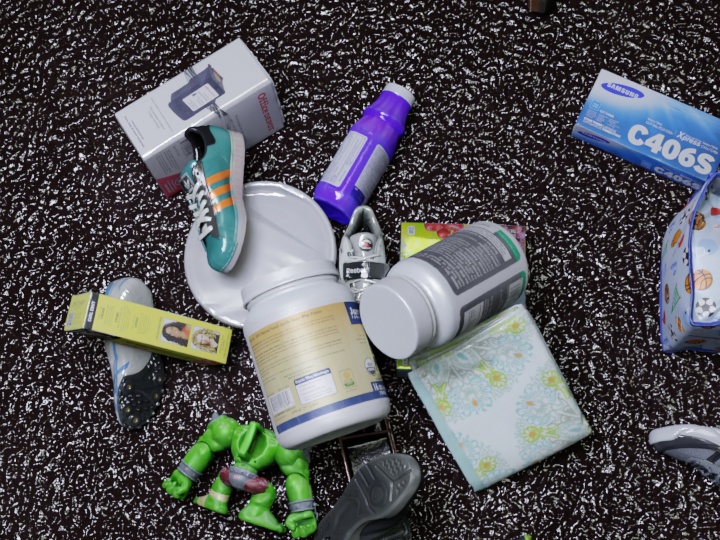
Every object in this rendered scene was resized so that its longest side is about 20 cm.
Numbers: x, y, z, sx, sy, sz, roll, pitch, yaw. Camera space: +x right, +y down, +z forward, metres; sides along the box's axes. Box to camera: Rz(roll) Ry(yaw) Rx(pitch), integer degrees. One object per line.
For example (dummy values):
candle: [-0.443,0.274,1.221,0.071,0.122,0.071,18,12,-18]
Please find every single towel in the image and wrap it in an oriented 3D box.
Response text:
towel: [0.172,0.159,1.418,0.171,0.048,0.201,-27,101,10]

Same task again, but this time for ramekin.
ramekin: [-0.128,-0.010,1.507,0.201,0.094,0.203,-1,74,4]

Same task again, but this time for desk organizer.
desk organizer: [-0.002,0.183,1.453,0.071,0.077,0.201,-14,74,-1]

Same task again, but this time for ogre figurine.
ogre figurine: [-0.139,0.255,1.426,0.199,0.098,0.120,10,77,34]

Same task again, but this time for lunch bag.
lunch bag: [0.449,-0.008,1.434,0.123,0.170,0.201,0,73,0]

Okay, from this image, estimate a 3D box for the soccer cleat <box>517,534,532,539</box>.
soccer cleat: [0.214,0.427,1.380,0.081,0.068,0.201,-19,74,11]

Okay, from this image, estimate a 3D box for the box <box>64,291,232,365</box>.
box: [-0.270,0.076,1.447,0.199,0.075,0.050,18,75,-32]

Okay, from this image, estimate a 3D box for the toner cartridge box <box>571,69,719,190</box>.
toner cartridge box: [0.402,-0.192,1.556,0.199,0.043,0.095,25,76,10]

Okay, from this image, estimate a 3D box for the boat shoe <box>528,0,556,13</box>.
boat shoe: [0.268,-0.462,1.632,0.074,0.076,0.201,15,67,13]

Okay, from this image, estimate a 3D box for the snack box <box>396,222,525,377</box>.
snack box: [0.133,0.041,1.491,0.168,0.068,0.201,1,76,2]

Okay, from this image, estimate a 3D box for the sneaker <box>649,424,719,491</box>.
sneaker: [0.454,0.262,1.404,0.199,0.076,0.114,12,72,4]

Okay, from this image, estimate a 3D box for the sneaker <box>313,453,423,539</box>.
sneaker: [0.035,0.292,1.381,0.114,0.200,0.076,8,40,-37]

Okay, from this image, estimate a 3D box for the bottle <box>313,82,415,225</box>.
bottle: [0.008,-0.163,1.548,0.065,0.084,0.201,25,77,17]

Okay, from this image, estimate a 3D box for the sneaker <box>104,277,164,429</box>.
sneaker: [-0.307,0.110,1.505,0.072,0.072,0.201,1,82,-37]

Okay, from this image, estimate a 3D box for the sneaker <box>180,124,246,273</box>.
sneaker: [-0.194,-0.093,1.436,0.080,0.071,0.201,11,62,-30]

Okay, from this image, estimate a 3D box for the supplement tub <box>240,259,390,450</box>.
supplement tub: [-0.058,0.101,1.357,0.144,0.144,0.201,-18,79,-2]

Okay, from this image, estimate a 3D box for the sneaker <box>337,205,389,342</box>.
sneaker: [0.000,0.000,1.460,0.074,0.089,0.201,-4,48,-1]

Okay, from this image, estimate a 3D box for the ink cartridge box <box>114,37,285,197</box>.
ink cartridge box: [-0.214,-0.206,1.541,0.200,0.145,0.085,-33,74,-6]

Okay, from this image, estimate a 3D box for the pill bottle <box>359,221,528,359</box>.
pill bottle: [0.101,0.024,1.363,0.200,0.113,0.113,-27,71,-38]
